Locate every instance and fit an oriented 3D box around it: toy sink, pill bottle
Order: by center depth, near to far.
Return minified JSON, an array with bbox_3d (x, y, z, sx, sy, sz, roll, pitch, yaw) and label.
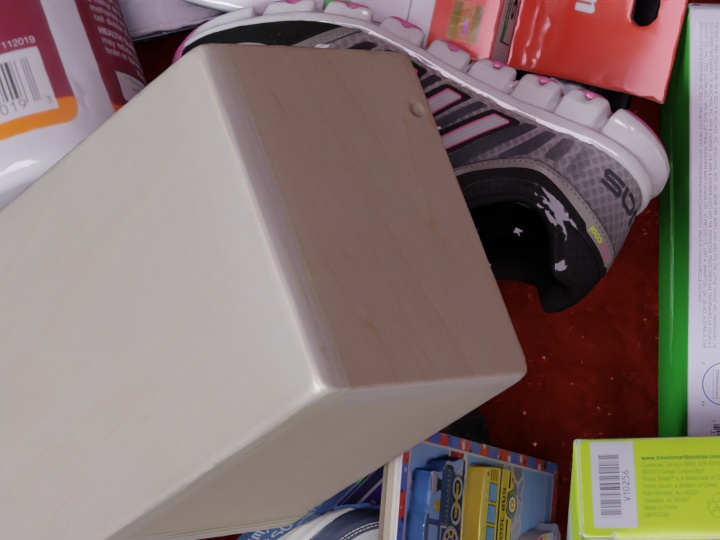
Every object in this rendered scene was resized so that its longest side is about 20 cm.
[{"bbox_3d":[-0.055,0.023,0.919,0.200,0.112,0.131,-36,67,40],"label":"toy sink"},{"bbox_3d":[-0.154,-0.100,0.996,0.114,0.114,0.201,-21,69,1],"label":"pill bottle"}]

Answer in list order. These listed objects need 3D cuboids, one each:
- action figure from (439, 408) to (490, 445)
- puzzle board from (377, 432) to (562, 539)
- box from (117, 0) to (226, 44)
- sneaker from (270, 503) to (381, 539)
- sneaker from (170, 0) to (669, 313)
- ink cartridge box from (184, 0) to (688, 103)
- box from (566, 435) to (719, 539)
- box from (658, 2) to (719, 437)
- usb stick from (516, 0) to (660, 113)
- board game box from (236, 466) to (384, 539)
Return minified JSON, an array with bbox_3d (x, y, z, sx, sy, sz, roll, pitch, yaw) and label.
[{"bbox_3d":[0.000,0.000,1.046,0.118,0.102,0.201,-10,97,18],"label":"action figure"},{"bbox_3d":[0.043,0.168,0.981,0.017,0.151,0.201,0,81,28],"label":"puzzle board"},{"bbox_3d":[-0.056,-0.207,1.061,0.159,0.044,0.201,-12,94,0],"label":"box"},{"bbox_3d":[-0.025,0.182,0.936,0.077,0.085,0.201,36,76,-30],"label":"sneaker"},{"bbox_3d":[0.016,-0.039,0.971,0.199,0.074,0.088,18,58,4],"label":"sneaker"},{"bbox_3d":[0.034,-0.139,1.001,0.199,0.050,0.110,14,94,11],"label":"ink cartridge box"},{"bbox_3d":[0.144,0.125,1.029,0.121,0.200,0.048,-1,63,2],"label":"box"},{"bbox_3d":[0.216,-0.011,1.052,0.175,0.097,0.201,-1,94,-1],"label":"box"},{"bbox_3d":[0.096,-0.098,1.077,0.055,0.033,0.201,17,93,-9],"label":"usb stick"},{"bbox_3d":[-0.035,0.184,1.003,0.200,0.034,0.136,-42,118,-20],"label":"board game box"}]
